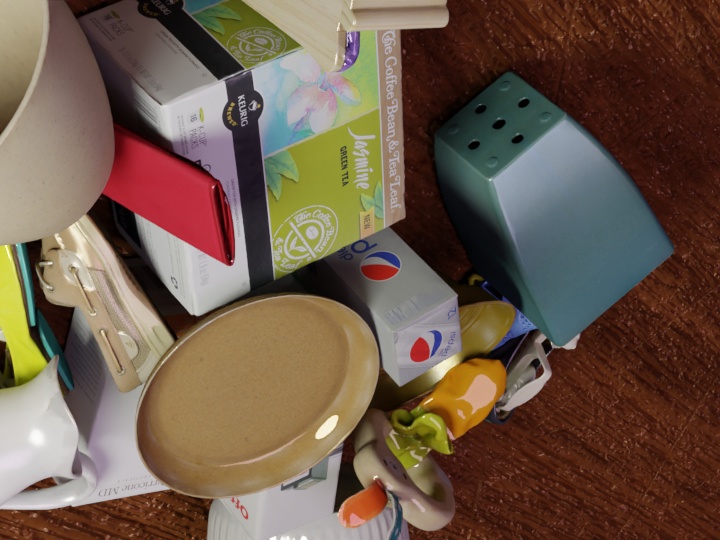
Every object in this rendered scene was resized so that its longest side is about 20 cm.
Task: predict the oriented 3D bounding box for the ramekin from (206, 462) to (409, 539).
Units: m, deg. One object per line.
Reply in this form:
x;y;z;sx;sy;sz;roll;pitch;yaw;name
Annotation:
-0.048;0.248;1.559;0.200;0.200;0.105;-10;104;-34;ramekin

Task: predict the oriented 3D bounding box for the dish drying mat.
-0.163;-0.073;1.177;0.018;0.200;0.077;-40;143;-31;dish drying mat

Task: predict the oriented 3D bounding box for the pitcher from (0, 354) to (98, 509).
-0.306;0.156;1.300;0.200;0.121;0.172;-17;143;-7;pitcher

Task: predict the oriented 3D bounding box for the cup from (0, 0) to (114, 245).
-0.239;-0.095;1.094;0.200;0.200;0.143;-47;144;3;cup

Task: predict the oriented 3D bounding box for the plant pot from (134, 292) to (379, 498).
-0.081;0.092;1.301;0.200;0.027;0.200;-16;132;-19;plant pot

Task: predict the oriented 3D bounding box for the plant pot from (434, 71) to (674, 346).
0.158;-0.067;1.502;0.141;0.141;0.200;-39;136;-5;plant pot

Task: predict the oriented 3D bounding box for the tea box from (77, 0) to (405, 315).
-0.082;-0.109;1.260;0.197;0.134;0.200;-27;138;-23;tea box

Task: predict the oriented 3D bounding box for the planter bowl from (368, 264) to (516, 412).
0.032;0.051;1.516;0.200;0.084;0.200;-25;158;-10;planter bowl

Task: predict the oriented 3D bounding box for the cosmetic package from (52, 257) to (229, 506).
-0.188;0.090;1.396;0.101;0.071;0.200;-7;129;-37;cosmetic package

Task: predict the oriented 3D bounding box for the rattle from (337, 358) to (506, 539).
0.063;0.160;1.481;0.143;0.130;0.200;-22;176;13;rattle

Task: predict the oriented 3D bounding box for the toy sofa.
-0.027;-0.215;1.164;0.083;0.200;0.098;-9;123;-36;toy sofa

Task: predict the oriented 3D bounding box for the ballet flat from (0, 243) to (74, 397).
-0.270;0.036;1.290;0.067;0.067;0.200;-15;137;-6;ballet flat

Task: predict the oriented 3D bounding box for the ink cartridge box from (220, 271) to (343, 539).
-0.083;0.106;1.441;0.084;0.146;0.200;-17;134;-29;ink cartridge box

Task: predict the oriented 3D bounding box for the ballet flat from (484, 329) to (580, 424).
0.177;0.072;1.692;0.073;0.073;0.200;24;107;-48;ballet flat

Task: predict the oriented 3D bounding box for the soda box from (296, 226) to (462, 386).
0.000;0.000;1.373;0.063;0.200;0.068;-29;140;-18;soda box

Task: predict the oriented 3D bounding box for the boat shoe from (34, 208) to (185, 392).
-0.206;0.001;1.252;0.064;0.071;0.200;-33;105;-3;boat shoe

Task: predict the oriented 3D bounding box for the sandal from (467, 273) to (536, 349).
0.164;0.024;1.619;0.200;0.087;0.079;-40;143;8;sandal
